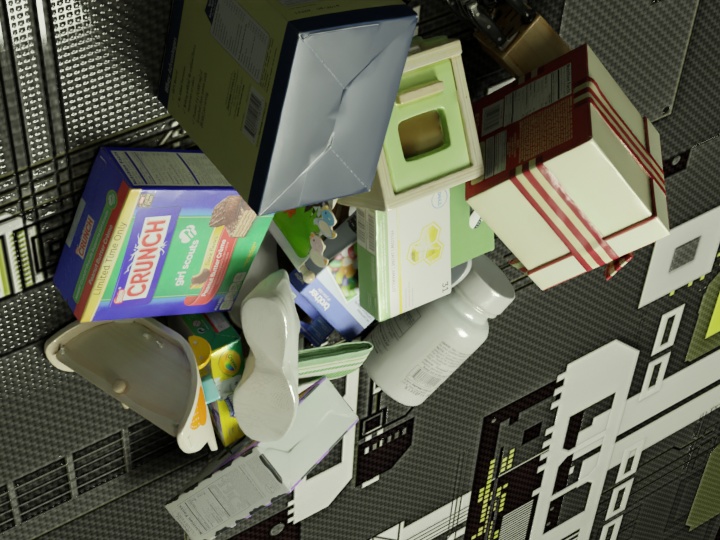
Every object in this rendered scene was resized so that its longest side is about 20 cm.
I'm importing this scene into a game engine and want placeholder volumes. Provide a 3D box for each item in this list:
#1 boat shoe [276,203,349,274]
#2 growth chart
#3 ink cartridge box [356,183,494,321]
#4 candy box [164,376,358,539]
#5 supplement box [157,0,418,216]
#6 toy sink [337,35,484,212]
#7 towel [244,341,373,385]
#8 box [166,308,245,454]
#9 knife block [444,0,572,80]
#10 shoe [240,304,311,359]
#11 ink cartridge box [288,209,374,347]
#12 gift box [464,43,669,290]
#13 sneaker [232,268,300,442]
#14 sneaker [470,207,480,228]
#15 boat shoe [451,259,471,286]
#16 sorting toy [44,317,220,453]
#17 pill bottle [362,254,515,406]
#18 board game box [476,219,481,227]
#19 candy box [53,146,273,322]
[{"bbox_3d":[-0.043,-0.051,1.662,0.073,0.076,0.201,-21,141,-33],"label":"boat shoe"},{"bbox_3d":[-0.066,-0.095,1.535,0.018,0.145,0.201,-19,142,-34],"label":"growth chart"},{"bbox_3d":[0.086,-0.044,1.622,0.199,0.048,0.147,-21,125,-28],"label":"ink cartridge box"},{"bbox_3d":[-0.121,0.234,1.772,0.200,0.072,0.168,-36,-176,40],"label":"candy box"},{"bbox_3d":[-0.075,-0.198,1.362,0.133,0.200,0.201,-14,137,-34],"label":"supplement box"},{"bbox_3d":[0.033,-0.178,1.488,0.130,0.112,0.202,-21,107,-27],"label":"toy sink"},{"bbox_3d":[-0.070,0.115,1.739,0.151,0.024,0.200,-9,168,-8],"label":"towel"},{"bbox_3d":[-0.173,0.114,1.672,0.048,0.117,0.201,-25,142,-21],"label":"box"},{"bbox_3d":[0.182,-0.247,1.592,0.064,0.200,0.176,-47,175,7],"label":"knife block"},{"bbox_3d":[-0.063,0.047,1.749,0.200,0.070,0.053,-42,137,-5],"label":"shoe"},{"bbox_3d":[0.000,0.000,1.651,0.200,0.042,0.119,-42,135,0],"label":"ink cartridge box"},{"bbox_3d":[0.218,-0.104,1.586,0.199,0.186,0.187,-23,130,33],"label":"gift box"},{"bbox_3d":[-0.093,0.094,1.601,0.089,0.075,0.202,-64,163,-58],"label":"sneaker"},{"bbox_3d":[0.115,-0.116,1.693,0.115,0.076,0.201,-4,132,-45],"label":"sneaker"},{"bbox_3d":[0.058,0.017,1.793,0.199,0.070,0.066,-28,165,26],"label":"boat shoe"},{"bbox_3d":[-0.223,0.133,1.612,0.107,0.199,0.180,-52,155,-20],"label":"sorting toy"},{"bbox_3d":[0.101,0.070,1.873,0.200,0.115,0.114,-46,146,21],"label":"pill bottle"},{"bbox_3d":[0.098,-0.081,1.807,0.136,0.028,0.199,-52,145,14],"label":"board game box"},{"bbox_3d":[-0.200,-0.038,1.518,0.199,0.077,0.170,-2,129,-42],"label":"candy box"}]
